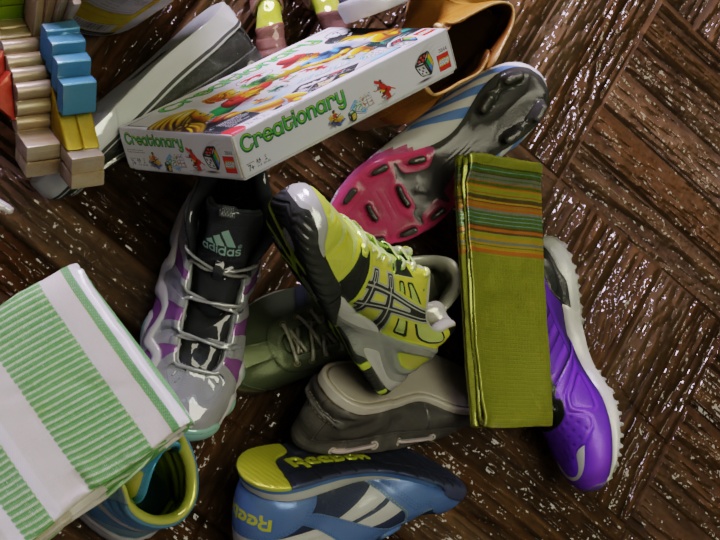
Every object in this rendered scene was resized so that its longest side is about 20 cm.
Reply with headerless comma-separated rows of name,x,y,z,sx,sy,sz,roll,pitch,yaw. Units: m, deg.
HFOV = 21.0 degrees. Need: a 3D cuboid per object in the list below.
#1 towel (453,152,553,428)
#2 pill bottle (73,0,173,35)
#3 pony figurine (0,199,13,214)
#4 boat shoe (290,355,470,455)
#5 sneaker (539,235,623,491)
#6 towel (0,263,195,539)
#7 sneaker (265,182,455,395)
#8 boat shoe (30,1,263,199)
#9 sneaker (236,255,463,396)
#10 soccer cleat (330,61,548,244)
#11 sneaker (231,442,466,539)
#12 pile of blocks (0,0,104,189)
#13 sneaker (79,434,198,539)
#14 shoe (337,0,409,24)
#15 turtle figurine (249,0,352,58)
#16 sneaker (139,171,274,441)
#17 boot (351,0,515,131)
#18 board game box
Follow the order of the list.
towel,0.108,0.015,1.424,0.086,0.018,0.200,2,82,-41
pill bottle,-0.152,-0.230,1.303,0.112,0.200,0.112,3,82,-25
pony figurine,-0.321,-0.113,1.235,0.193,0.167,0.200,3,63,-39
boat shoe,0.022,0.099,1.416,0.200,0.057,0.067,3,41,-53
sneaker,0.128,0.077,1.482,0.099,0.070,0.200,-9,77,-32
towel,-0.221,0.105,1.229,0.200,0.023,0.153,-38,69,0
sneaker,0.000,0.000,1.297,0.076,0.075,0.200,-35,140,-3
boat shoe,-0.143,-0.107,1.363,0.200,0.071,0.064,-45,107,-25
sneaker,-0.012,0.031,1.398,0.200,0.090,0.067,-20,88,-30
soccer cleat,0.058,-0.085,1.478,0.200,0.086,0.070,-37,103,-5
sneaker,-0.012,0.168,1.388,0.200,0.074,0.082,2,108,-38
pile of blocks,-0.218,-0.147,1.268,0.062,0.082,0.200,-11,73,-26
sneaker,-0.184,0.099,1.271,0.200,0.131,0.080,41,65,-16
shoe,0.024,-0.251,1.437,0.200,0.071,0.091,-45,116,-56
turtle figurine,-0.052,-0.242,1.441,0.200,0.064,0.161,-17,89,-30
sneaker,-0.100,0.004,1.308,0.078,0.140,0.200,9,62,-11
boot,0.078,-0.182,1.457,0.071,0.144,0.201,46,63,-15
board game box,-0.048,-0.116,1.320,0.200,0.126,0.035,-30,114,-36
